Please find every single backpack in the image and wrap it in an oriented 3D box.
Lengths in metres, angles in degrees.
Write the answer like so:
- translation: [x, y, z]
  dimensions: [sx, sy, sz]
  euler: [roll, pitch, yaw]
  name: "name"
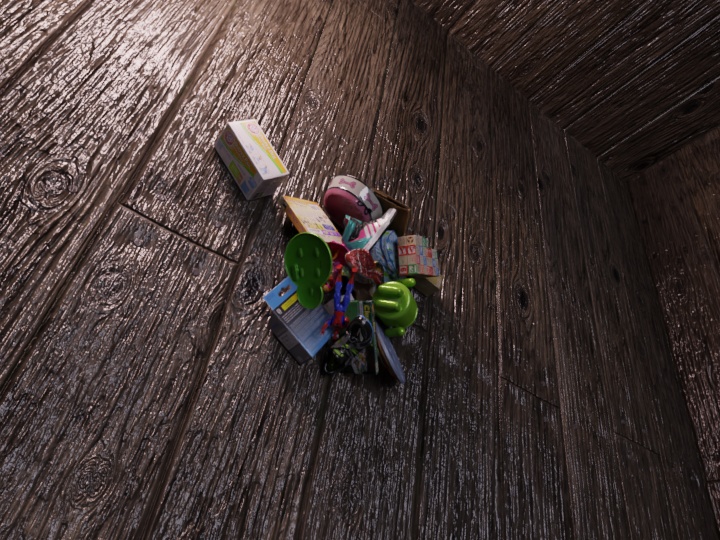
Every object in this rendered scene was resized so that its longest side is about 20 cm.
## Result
- translation: [0.082, -0.029, 1.616]
  dimensions: [0.200, 0.154, 0.163]
  euler: [50, 41, -4]
  name: "backpack"

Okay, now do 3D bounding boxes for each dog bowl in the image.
- translation: [-0.030, -0.199, 1.616]
  dimensions: [0.200, 0.200, 0.074]
  euler: [44, 63, -9]
  name: "dog bowl"

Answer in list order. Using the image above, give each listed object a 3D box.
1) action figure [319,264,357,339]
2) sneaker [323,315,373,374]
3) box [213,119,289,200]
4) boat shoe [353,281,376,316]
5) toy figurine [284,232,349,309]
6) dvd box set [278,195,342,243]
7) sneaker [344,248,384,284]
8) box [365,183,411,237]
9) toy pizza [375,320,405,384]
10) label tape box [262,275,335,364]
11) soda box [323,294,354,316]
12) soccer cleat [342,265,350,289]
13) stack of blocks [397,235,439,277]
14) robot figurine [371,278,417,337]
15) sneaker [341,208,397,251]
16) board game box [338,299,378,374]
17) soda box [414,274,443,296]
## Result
- translation: [-0.055, 0.096, 1.327]
  dimensions: [0.065, 0.200, 0.099]
  euler: [11, 19, 5]
  name: "action figure"
- translation: [-0.033, 0.201, 1.344]
  dimensions: [0.071, 0.200, 0.083]
  euler: [39, 25, 9]
  name: "sneaker"
- translation: [-0.318, -0.324, 1.502]
  dimensions: [0.101, 0.112, 0.200]
  euler: [-26, 81, -46]
  name: "box"
- translation: [0.014, 0.053, 1.552]
  dimensions: [0.072, 0.065, 0.200]
  euler: [-8, 86, 1]
  name: "boat shoe"
- translation: [-0.092, -0.007, 1.410]
  dimensions: [0.184, 0.150, 0.200]
  euler: [-11, 98, -60]
  name: "toy figurine"
- translation: [-0.141, -0.139, 1.532]
  dimensions: [0.146, 0.029, 0.200]
  euler: [5, 41, -50]
  name: "dvd box set"
- translation: [0.000, 0.000, 1.429]
  dimensions: [0.200, 0.082, 0.078]
  euler: [42, 44, -61]
  name: "sneaker"
- translation: [0.076, -0.170, 1.641]
  dimensions: [0.163, 0.200, 0.021]
  euler: [30, 63, 13]
  name: "box"
- translation: [0.073, 0.234, 1.472]
  dimensions: [0.200, 0.032, 0.200]
  euler: [64, 5, -10]
  name: "toy pizza"
- translation: [-0.168, 0.125, 1.377]
  dimensions: [0.200, 0.063, 0.144]
  euler: [50, 42, -3]
  name: "label tape box"
- translation: [-0.026, 0.170, 1.470]
  dimensions: [0.068, 0.064, 0.200]
  euler: [-14, 73, -44]
  name: "soda box"
- translation: [-0.106, -0.005, 1.513]
  dimensions: [0.200, 0.065, 0.084]
  euler: [24, 53, -27]
  name: "soccer cleat"
- translation: [0.182, -0.040, 1.608]
  dimensions: [0.200, 0.058, 0.115]
  euler: [8, 77, -63]
  name: "stack of blocks"
- translation: [0.101, 0.104, 1.498]
  dimensions: [0.200, 0.115, 0.176]
  euler: [53, 45, -64]
  name: "robot figurine"
- translation: [0.011, -0.132, 1.520]
  dimensions: [0.121, 0.084, 0.200]
  euler: [38, 69, 2]
  name: "sneaker"
- translation: [-0.008, 0.179, 1.390]
  dimensions: [0.023, 0.105, 0.200]
  euler: [-21, 109, -63]
  name: "board game box"
- translation: [0.181, 0.000, 1.747]
  dimensions: [0.200, 0.068, 0.064]
  euler: [38, 45, -15]
  name: "soda box"
